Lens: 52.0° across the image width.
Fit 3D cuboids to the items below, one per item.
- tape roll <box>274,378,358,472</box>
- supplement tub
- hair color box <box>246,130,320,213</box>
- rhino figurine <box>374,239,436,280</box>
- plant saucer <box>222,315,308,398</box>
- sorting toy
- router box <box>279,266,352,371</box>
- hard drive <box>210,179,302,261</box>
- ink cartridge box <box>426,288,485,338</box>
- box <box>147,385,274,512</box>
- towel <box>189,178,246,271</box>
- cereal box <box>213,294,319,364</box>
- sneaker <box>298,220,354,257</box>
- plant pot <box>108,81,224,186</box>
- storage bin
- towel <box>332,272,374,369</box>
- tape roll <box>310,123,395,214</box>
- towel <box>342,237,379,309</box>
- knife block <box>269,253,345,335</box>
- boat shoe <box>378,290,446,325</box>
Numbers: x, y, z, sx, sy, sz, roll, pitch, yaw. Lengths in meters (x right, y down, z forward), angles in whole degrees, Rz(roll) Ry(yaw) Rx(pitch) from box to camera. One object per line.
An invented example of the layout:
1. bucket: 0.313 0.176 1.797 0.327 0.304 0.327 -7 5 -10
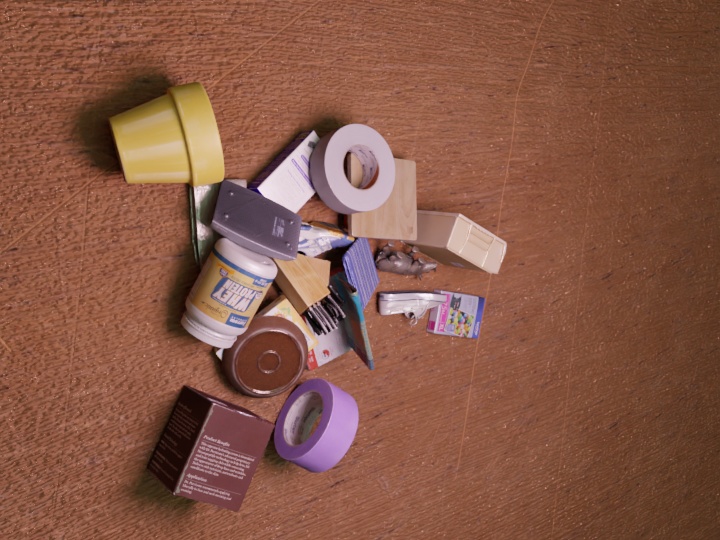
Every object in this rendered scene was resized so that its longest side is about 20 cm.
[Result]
1. tape roll: -0.104 0.359 1.716 0.085 0.200 0.201 37 74 -32
2. supplement tub: -0.280 0.047 1.565 0.144 0.145 0.201 23 100 -35
3. hair color box: -0.153 -0.215 1.699 0.200 0.065 0.109 -48 119 -19
4. rhino figurine: 0.123 -0.019 1.910 0.199 0.087 0.060 14 50 -37
5. plant saucer: -0.208 0.201 1.655 0.199 0.034 0.201 -7 109 -20
6. sorting toy: 0.040 -0.176 1.825 0.198 0.069 0.201 2 86 -35
7. router box: -0.087 0.113 1.792 0.179 0.049 0.201 -24 109 -31
8. hard drive: -0.224 -0.102 1.587 0.199 0.042 0.135 25 47 -25
9. ink cartridge box: 0.278 0.124 2.060 0.199 0.042 0.120 10 90 -37
10. box: -0.322 0.381 1.586 0.166 0.164 0.201 30 78 -33
11. towel: -0.305 -0.100 1.622 0.132 0.034 0.201 -8 101 -36
12. cereal box: -0.213 0.171 1.684 0.200 0.040 0.144 -37 116 -7
13. sneaker: -0.109 -0.068 1.754 0.199 0.075 0.089 7 108 -34
14. plant pot: -0.386 -0.255 1.460 0.188 0.201 0.202 -16 105 -18
15. storage bin: 0.241 -0.071 1.910 0.198 0.200 0.094 26 82 -34
16. towel: -0.016 0.117 1.716 0.022 0.147 0.201 -17 113 -14
17. tape roll: -0.016 -0.233 1.706 0.200 0.066 0.201 2 86 -35
18. towel: 0.000 0.000 1.790 0.200 0.024 0.145 -56 133 -66
19. knife block: -0.130 0.057 1.677 0.199 0.064 0.176 15 63 -19
20. boat shoe: 0.137 0.099 1.934 0.201 0.075 0.087 -1 98 -31
